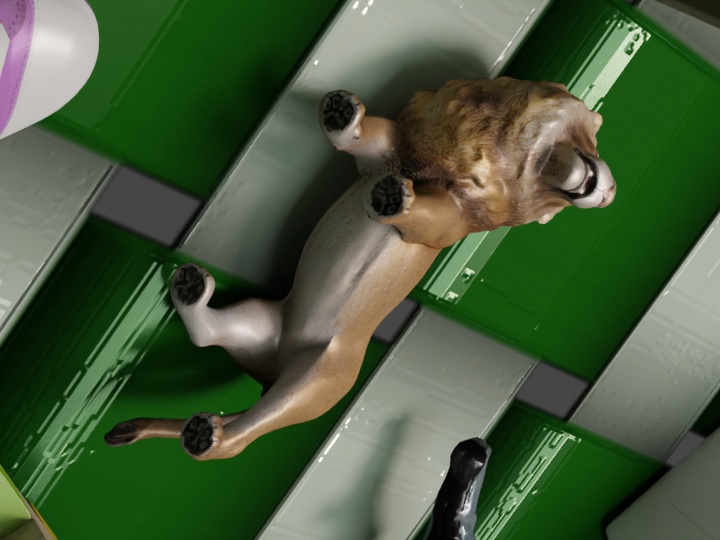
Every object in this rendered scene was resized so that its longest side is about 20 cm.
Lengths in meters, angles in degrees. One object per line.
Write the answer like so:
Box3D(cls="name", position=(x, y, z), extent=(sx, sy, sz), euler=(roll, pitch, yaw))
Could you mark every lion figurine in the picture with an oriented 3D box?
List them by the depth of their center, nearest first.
Box3D(cls="lion figurine", position=(0.000, 0.000, 0.897), extent=(0.200, 0.073, 0.122), euler=(-43, 158, 16))

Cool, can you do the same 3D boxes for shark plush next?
Box3D(cls="shark plush", position=(0.020, 0.157, 1.058), extent=(0.090, 0.083, 0.201), euler=(0, 122, 7))

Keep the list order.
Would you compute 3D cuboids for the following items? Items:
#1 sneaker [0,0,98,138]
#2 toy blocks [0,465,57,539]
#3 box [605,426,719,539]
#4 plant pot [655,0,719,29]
Box3D(cls="sneaker", position=(-0.139, -0.037, 0.674), extent=(0.200, 0.114, 0.073), euler=(-12, 129, -41))
Box3D(cls="toy blocks", position=(-0.137, 0.178, 0.869), extent=(0.136, 0.100, 0.200), euler=(-34, 122, -7))
Box3D(cls="box", position=(0.258, 0.178, 1.196), extent=(0.171, 0.199, 0.200), euler=(-40, 141, -11))
Box3D(cls="plant pot", position=(0.098, -0.204, 0.640), extent=(0.177, 0.200, 0.200), euler=(-38, 120, -9))
